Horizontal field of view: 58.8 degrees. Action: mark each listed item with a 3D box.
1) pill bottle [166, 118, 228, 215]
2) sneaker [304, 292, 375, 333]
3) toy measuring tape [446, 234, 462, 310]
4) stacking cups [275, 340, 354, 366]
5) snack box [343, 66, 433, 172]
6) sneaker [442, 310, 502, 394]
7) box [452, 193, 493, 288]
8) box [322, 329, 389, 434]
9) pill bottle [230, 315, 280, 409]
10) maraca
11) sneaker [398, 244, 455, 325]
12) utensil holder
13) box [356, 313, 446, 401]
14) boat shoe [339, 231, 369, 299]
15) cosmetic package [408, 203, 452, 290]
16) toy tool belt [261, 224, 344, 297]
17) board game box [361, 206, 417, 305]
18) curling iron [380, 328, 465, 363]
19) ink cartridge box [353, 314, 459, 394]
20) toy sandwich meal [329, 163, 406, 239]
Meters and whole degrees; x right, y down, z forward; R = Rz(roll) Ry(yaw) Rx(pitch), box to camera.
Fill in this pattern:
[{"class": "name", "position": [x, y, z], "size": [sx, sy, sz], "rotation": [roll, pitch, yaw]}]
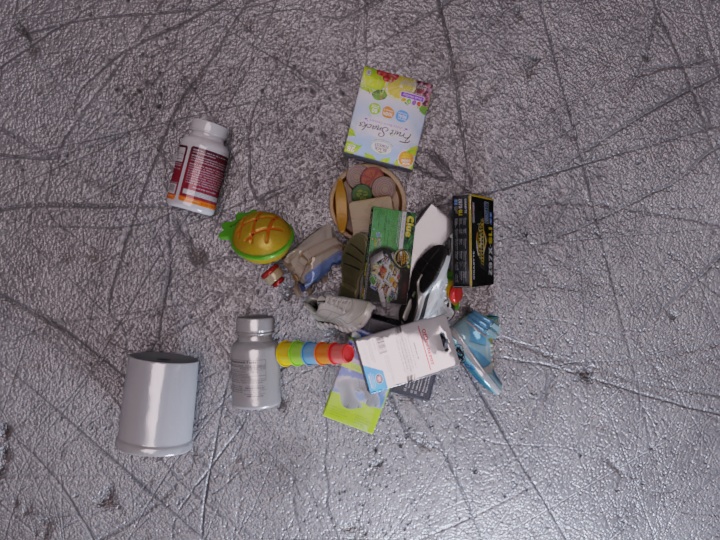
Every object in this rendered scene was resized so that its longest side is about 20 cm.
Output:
[{"class": "pill bottle", "position": [-0.366, -0.235, 1.458], "size": [0.111, 0.113, 0.203], "rotation": [15, 91, 0]}, {"class": "sneaker", "position": [-0.050, 0.088, 1.416], "size": [0.081, 0.198, 0.076], "rotation": [50, 55, -28]}, {"class": "toy measuring tape", "position": [0.201, 0.013, 1.479], "size": [0.072, 0.074, 0.203], "rotation": [1, 96, 0]}, {"class": "stacking cups", "position": [-0.101, 0.178, 1.394], "size": [0.198, 0.060, 0.061], "rotation": [-9, 92, 42]}, {"class": "snack box", "position": [0.063, -0.347, 1.478], "size": [0.166, 0.068, 0.203], "rotation": [13, 93, -1]}, {"class": "sneaker", "position": [0.297, 0.181, 1.487], "size": [0.130, 0.079, 0.201], "rotation": [-40, 101, -9]}, {"class": "box", "position": [0.256, -0.065, 1.438], "size": [0.049, 0.159, 0.203], "rotation": [0, 91, 28]}, {"class": "box", "position": [0.006, 0.239, 1.395], "size": [0.120, 0.048, 0.203], "rotation": [19, 92, -1]}, {"class": "pill bottle", "position": [-0.241, 0.208, 1.467], "size": [0.112, 0.114, 0.203], "rotation": [-1, 92, 0]}, {"class": "maraca", "position": [-0.236, -0.082, 1.445], "size": [0.199, 0.108, 0.137], "rotation": [28, 52, 35]}, {"class": "sneaker", "position": [0.169, 0.041, 1.412], "size": [0.114, 0.076, 0.203], "rotation": [11, 113, -34]}, {"class": "utensil holder", "position": [-0.456, 0.297, 1.446], "size": [0.167, 0.170, 0.203], "rotation": [6, 88, 0]}, {"class": "box", "position": [0.079, 0.195, 1.470], "size": [0.197, 0.107, 0.151], "rotation": [16, 92, -1]}, {"class": "boat shoe", "position": [0.000, 0.000, 1.459], "size": [0.074, 0.068, 0.202], "rotation": [34, 125, 33]}, {"class": "cosmetic package", "position": [0.129, -0.050, 1.466], "size": [0.090, 0.107, 0.201], "rotation": [40, 93, -1]}, {"class": "toy tool belt", "position": [-0.114, -0.002, 1.455], "size": [0.200, 0.125, 0.123], "rotation": [-40, 97, -19]}, {"class": "board game box", "position": [0.062, -0.031, 1.387], "size": [0.103, 0.023, 0.203], "rotation": [8, 88, -14]}, {"class": "curling iron", "position": [0.138, 0.161, 1.401], "size": [0.197, 0.026, 0.050], "rotation": [18, 128, 3]}, {"class": "ink cartridge box", "position": [0.095, 0.173, 1.339], "size": [0.197, 0.067, 0.117], "rotation": [-15, 84, -6]}, {"class": "toy sandwich meal", "position": [0.017, -0.149, 1.480], "size": [0.202, 0.070, 0.209], "rotation": [0, 91, 0]}]
